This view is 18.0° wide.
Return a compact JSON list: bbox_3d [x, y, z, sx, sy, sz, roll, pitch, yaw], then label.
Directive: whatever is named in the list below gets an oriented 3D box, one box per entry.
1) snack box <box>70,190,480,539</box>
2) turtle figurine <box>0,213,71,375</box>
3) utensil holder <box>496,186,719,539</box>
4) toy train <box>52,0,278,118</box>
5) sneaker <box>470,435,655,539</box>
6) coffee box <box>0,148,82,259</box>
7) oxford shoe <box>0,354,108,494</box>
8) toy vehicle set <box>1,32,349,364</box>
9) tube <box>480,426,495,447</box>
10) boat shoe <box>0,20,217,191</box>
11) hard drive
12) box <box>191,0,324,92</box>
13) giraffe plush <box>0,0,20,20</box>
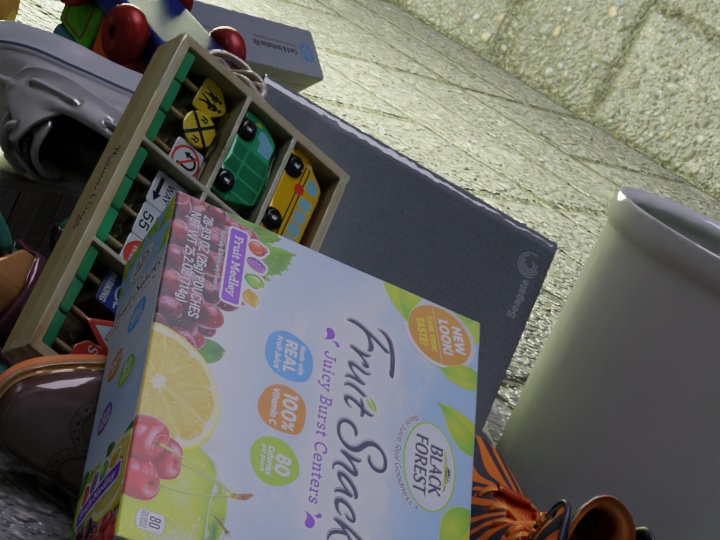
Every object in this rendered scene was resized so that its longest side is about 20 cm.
[{"bbox_3d":[-0.034,0.083,1.027,0.168,0.068,0.200,24,45,-18],"label":"snack box"},{"bbox_3d":[-0.170,0.014,1.152,0.100,0.150,0.200,-16,-45,39],"label":"turtle figurine"},{"bbox_3d":[0.192,0.075,1.412,0.169,0.201,0.170,24,11,-5],"label":"utensil holder"},{"bbox_3d":[-0.120,-0.091,1.290,0.084,0.116,0.200,8,28,-39],"label":"toy train"},{"bbox_3d":[0.085,0.129,1.062,0.077,0.112,0.200,18,34,-27],"label":"sneaker"},{"bbox_3d":[-0.229,-0.043,1.288,0.114,0.080,0.200,34,14,28],"label":"coffee box"},{"bbox_3d":[-0.082,0.098,1.064,0.199,0.071,0.073,22,18,-23],"label":"oxford shoe"},{"bbox_3d":[-0.088,-0.005,1.149,0.124,0.200,0.026,39,-35,-26],"label":"toy vehicle set"},{"bbox_3d":[0.048,0.094,1.412,0.200,0.052,0.058,-112,177,-78],"label":"tube"},{"bbox_3d":[-0.164,-0.081,1.233,0.199,0.074,0.065,16,46,26],"label":"boat shoe"},{"bbox_3d":[0.000,0.000,1.276,0.200,0.140,0.033,29,-20,-14],"label":"hard drive"},{"bbox_3d":[-0.148,-0.114,1.515,0.156,0.200,0.041,7,63,-58],"label":"box"},{"bbox_3d":[-0.313,-0.196,1.644,0.199,0.173,0.162,-5,-15,27],"label":"giraffe plush"}]
